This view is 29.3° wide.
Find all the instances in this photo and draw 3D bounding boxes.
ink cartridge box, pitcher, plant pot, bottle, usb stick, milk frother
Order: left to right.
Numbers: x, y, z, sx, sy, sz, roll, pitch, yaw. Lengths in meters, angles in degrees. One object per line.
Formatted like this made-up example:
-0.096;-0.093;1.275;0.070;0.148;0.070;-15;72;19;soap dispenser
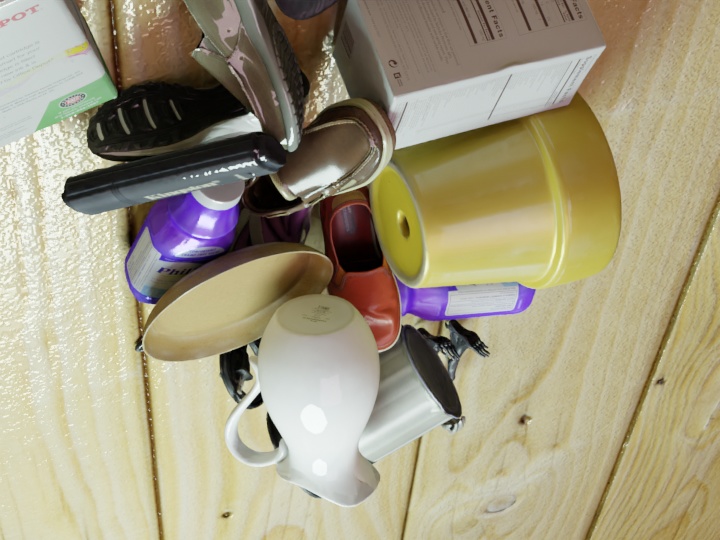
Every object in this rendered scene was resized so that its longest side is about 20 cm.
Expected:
-0.278;-0.170;1.003;0.145;0.088;0.200;-24;166;-3;ink cartridge box
-0.159;-0.080;1.158;0.200;0.033;0.055;-11;162;22;usb stick
-0.159;-0.035;1.273;0.083;0.065;0.200;-6;157;-28;bottle
-0.122;0.027;1.332;0.200;0.028;0.200;-23;159;-9;plant pot
-0.064;0.126;1.390;0.171;0.121;0.200;7;121;16;pitcher
-0.026;0.119;1.493;0.188;0.181;0.200;-33;150;14;milk frother
0.087;0.013;1.497;0.199;0.084;0.065;-4;137;-16;bottle
0.118;-0.068;1.319;0.188;0.201;0.201;-16;144;-18;plant pot

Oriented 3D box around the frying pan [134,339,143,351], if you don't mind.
-0.150;0.029;1.436;0.190;0.031;0.115;-19;142;-13;frying pan

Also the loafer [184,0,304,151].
-0.101;-0.186;1.129;0.069;0.075;0.200;-15;116;12;loafer

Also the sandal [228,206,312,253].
-0.080;-0.040;1.351;0.082;0.050;0.203;2;126;-30;sandal

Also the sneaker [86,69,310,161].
-0.141;-0.124;1.209;0.200;0.074;0.079;-13;148;-18;sneaker

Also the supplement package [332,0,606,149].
0.092;-0.194;1.206;0.200;0.110;0.114;-16;163;-16;supplement package

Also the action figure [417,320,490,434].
0.068;0.156;1.666;0.119;0.102;0.200;-5;139;-45;action figure

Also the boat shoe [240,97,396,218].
-0.043;-0.087;1.205;0.075;0.075;0.202;-37;-175;-31;boat shoe

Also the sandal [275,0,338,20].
0.017;-0.269;1.140;0.200;0.048;0.075;-37;143;16;sandal

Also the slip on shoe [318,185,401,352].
0.000;0.000;1.394;0.074;0.061;0.200;-13;117;-4;slip on shoe
